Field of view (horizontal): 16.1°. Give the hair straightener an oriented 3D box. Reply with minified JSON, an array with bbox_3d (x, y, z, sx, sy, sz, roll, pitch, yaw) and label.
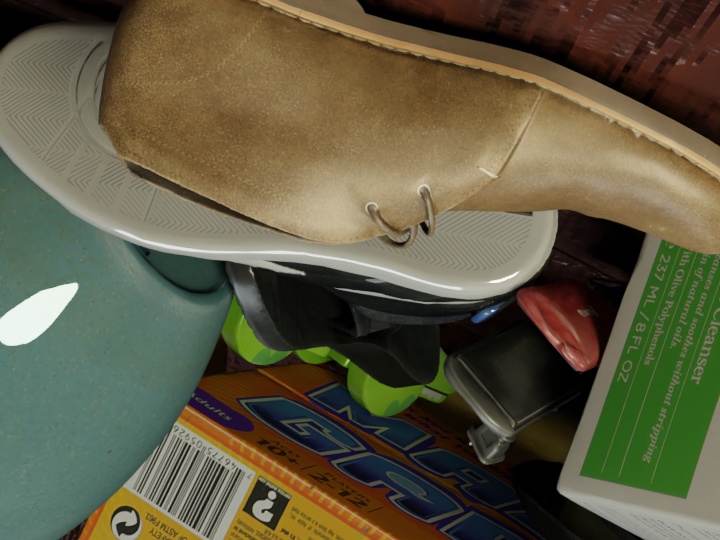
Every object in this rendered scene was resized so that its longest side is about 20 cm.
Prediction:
[{"bbox_3d":[0.063,0.032,0.929,0.041,0.077,0.200,48,-165,3],"label":"hair straightener"}]

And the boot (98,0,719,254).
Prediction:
[{"bbox_3d":[0.020,-0.032,0.746,0.200,0.076,0.074,19,168,2],"label":"boot"}]

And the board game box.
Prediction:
[{"bbox_3d":[-0.011,0.177,1.120,0.200,0.200,0.200,31,-168,19],"label":"board game box"}]

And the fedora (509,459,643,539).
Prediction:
[{"bbox_3d":[0.160,0.101,1.077,0.200,0.092,0.201,30,-171,-5],"label":"fedora"}]

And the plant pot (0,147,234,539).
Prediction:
[{"bbox_3d":[-0.125,-0.001,0.958,0.135,0.200,0.200,-26,147,25],"label":"plant pot"}]

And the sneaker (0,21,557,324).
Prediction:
[{"bbox_3d":[-0.031,-0.023,0.895,0.200,0.073,0.112,18,169,6],"label":"sneaker"}]

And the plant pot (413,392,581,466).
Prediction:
[{"bbox_3d":[0.063,0.141,1.305,0.189,0.201,0.201,34,171,3],"label":"plant pot"}]

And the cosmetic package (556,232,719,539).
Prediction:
[{"bbox_3d":[0.174,0.051,0.798,0.200,0.108,0.085,7,162,47],"label":"cosmetic package"}]

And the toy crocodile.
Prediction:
[{"bbox_3d":[-0.021,0.014,1.138,0.200,0.062,0.067,26,-172,-43],"label":"toy crocodile"}]

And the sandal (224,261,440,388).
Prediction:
[{"bbox_3d":[0.000,-0.001,1.015,0.048,0.075,0.200,-11,166,20],"label":"sandal"}]

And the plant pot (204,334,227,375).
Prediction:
[{"bbox_3d":[-0.159,0.040,1.206,0.200,0.200,0.140,11,-177,42],"label":"plant pot"}]
